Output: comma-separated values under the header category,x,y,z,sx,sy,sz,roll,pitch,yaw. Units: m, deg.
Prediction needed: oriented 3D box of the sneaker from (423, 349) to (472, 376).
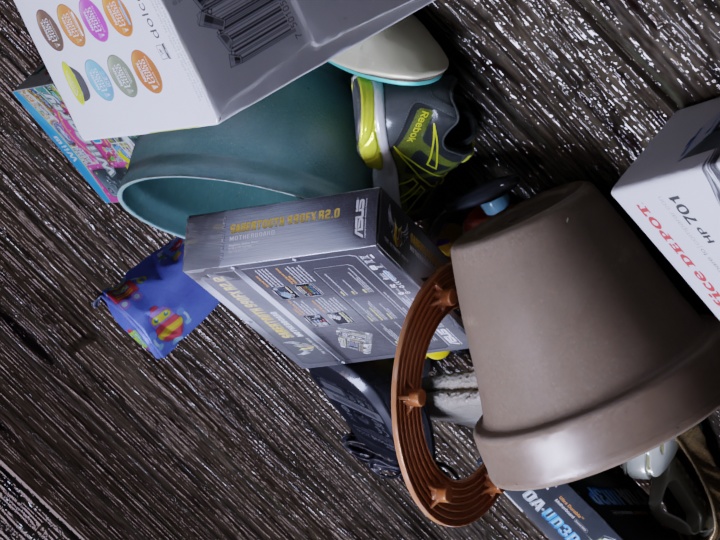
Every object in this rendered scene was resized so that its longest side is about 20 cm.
category,x,y,z,sx,sy,sz,roll,pitch,yaw
sneaker,0.060,0.061,1.720,0.140,0.078,0.200,27,154,33

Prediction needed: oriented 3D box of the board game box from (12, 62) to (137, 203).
category,x,y,z,sx,sy,sz,roll,pitch,yaw
board game box,-0.218,-0.136,1.831,0.148,0.064,0.200,51,157,-21

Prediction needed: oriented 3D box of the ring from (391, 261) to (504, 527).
category,x,y,z,sx,sy,sz,roll,pitch,yaw
ring,0.081,0.091,1.479,0.019,0.201,0.201,1,138,33

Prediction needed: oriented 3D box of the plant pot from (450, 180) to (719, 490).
category,x,y,z,sx,sy,sz,roll,pitch,yaw
plant pot,0.149,0.037,1.423,0.175,0.200,0.200,63,154,-7

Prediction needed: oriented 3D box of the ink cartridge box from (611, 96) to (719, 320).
category,x,y,z,sx,sy,sz,roll,pitch,yaw
ink cartridge box,0.269,-0.037,1.194,0.146,0.086,0.200,47,156,-13

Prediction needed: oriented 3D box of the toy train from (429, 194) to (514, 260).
category,x,y,z,sx,sy,sz,roll,pitch,yaw
toy train,0.119,0.021,1.580,0.150,0.056,0.200,10,141,53

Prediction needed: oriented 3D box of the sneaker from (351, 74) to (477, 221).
category,x,y,z,sx,sy,sz,roll,pitch,yaw
sneaker,0.049,-0.087,1.472,0.084,0.075,0.200,-5,162,11

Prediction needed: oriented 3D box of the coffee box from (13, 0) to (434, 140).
category,x,y,z,sx,sy,sz,roll,pitch,yaw
coffee box,-0.102,-0.217,1.264,0.198,0.200,0.200,1,120,58

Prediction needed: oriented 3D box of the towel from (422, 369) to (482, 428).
category,x,y,z,sx,sy,sz,roll,pitch,yaw
towel,0.119,0.110,1.681,0.132,0.035,0.200,14,167,-27

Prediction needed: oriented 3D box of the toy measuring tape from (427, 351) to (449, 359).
category,x,y,z,sx,sy,sz,roll,pitch,yaw
toy measuring tape,0.000,0.000,1.628,0.200,0.074,0.074,48,159,9

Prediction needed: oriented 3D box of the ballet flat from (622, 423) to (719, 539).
category,x,y,z,sx,sy,sz,roll,pitch,yaw
ballet flat,0.245,0.156,1.595,0.068,0.072,0.200,2,136,40

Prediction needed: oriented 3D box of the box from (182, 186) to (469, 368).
category,x,y,z,sx,sy,sz,roll,pitch,yaw
box,-0.017,0.010,1.492,0.158,0.048,0.200,-7,153,25

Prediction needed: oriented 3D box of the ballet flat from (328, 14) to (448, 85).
category,x,y,z,sx,sy,sz,roll,pitch,yaw
ballet flat,-0.018,-0.185,1.425,0.200,0.069,0.070,23,151,40

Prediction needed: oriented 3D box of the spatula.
category,x,y,z,sx,sy,sz,roll,pitch,yaw
spatula,0.065,-0.037,1.512,0.200,0.056,0.021,-37,74,58

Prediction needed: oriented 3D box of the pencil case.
category,x,y,z,sx,sy,sz,roll,pitch,yaw
pencil case,-0.140,-0.011,1.759,0.078,0.200,0.087,51,167,-26

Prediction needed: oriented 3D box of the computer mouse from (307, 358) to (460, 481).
category,x,y,z,sx,sy,sz,roll,pitch,yaw
computer mouse,0.019,0.114,1.675,0.138,0.053,0.200,26,157,38

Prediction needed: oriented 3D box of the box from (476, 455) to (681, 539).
category,x,y,z,sx,sy,sz,roll,pitch,yaw
box,0.195,0.199,1.630,0.159,0.046,0.200,45,-167,23

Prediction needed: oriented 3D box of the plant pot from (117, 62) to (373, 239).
category,x,y,z,sx,sy,sz,roll,pitch,yaw
plant pot,-0.075,-0.099,1.524,0.200,0.134,0.200,10,165,3
